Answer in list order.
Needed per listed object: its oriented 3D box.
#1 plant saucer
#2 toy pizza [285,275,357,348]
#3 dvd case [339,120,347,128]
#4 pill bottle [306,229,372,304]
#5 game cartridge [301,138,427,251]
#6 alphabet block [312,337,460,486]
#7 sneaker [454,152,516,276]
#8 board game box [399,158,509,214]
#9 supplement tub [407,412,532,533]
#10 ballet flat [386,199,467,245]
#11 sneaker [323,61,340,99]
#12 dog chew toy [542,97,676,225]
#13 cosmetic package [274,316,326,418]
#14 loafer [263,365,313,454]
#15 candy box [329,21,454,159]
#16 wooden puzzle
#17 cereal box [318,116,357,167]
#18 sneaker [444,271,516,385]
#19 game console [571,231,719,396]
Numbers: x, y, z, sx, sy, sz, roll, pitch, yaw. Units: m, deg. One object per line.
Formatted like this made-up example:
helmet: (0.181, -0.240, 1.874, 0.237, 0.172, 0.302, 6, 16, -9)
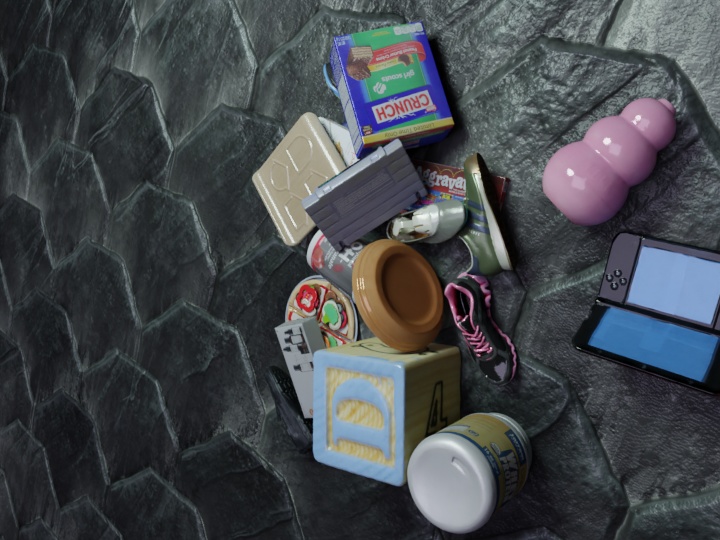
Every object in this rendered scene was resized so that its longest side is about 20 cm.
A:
plant saucer: (0.074, 0.037, 1.004, 0.037, 0.199, 0.202, -31, 74, 46)
toy pizza: (-0.090, 0.112, 1.233, 0.198, 0.032, 0.203, 2, 93, 36)
dvd case: (-0.028, -0.191, 1.184, 0.142, 0.017, 0.202, -23, 78, 34)
pill bottle: (0.000, 0.000, 1.114, 0.199, 0.110, 0.112, 37, 112, 29)
game cartridge: (0.008, -0.130, 1.028, 0.199, 0.130, 0.039, -32, 40, 6)
alphabet block: (0.049, 0.233, 1.033, 0.193, 0.199, 0.199, 4, 95, 35)
sneaker: (0.186, -0.085, 0.976, 0.089, 0.067, 0.203, -19, 84, 29)
board game box: (0.159, -0.132, 1.048, 0.198, 0.019, 0.104, 19, 102, 34)
supplement tub: (0.181, 0.311, 0.938, 0.143, 0.199, 0.147, 2, 94, 36)
ballet flat: (0.105, -0.077, 1.014, 0.200, 0.063, 0.068, 165, 104, -64)
sneaker: (0.007, -0.345, 1.129, 0.199, 0.071, 0.083, 42, 102, 25)
dog chew toy: (0.360, -0.160, 0.842, 0.200, 0.124, 0.125, -45, 67, 20)
cosmetic package: (-0.104, 0.201, 1.208, 0.082, 0.050, 0.202, -13, 98, 39)
loafer: (-0.157, 0.300, 1.267, 0.070, 0.068, 0.202, -40, 72, 20)
candy box: (0.051, -0.315, 1.032, 0.077, 0.167, 0.202, 131, 124, -77)
wooden puzzle: (-0.111, -0.177, 1.165, 0.200, 0.046, 0.187, -40, 71, 30)
cereal box: (-0.028, -0.196, 1.147, 0.199, 0.039, 0.145, 33, 111, 31)
sneaker: (0.193, 0.100, 0.987, 0.079, 0.095, 0.202, -28, 77, 32)
game console: (0.418, 0.048, 0.804, 0.198, 0.118, 0.175, 18, 103, 34)
